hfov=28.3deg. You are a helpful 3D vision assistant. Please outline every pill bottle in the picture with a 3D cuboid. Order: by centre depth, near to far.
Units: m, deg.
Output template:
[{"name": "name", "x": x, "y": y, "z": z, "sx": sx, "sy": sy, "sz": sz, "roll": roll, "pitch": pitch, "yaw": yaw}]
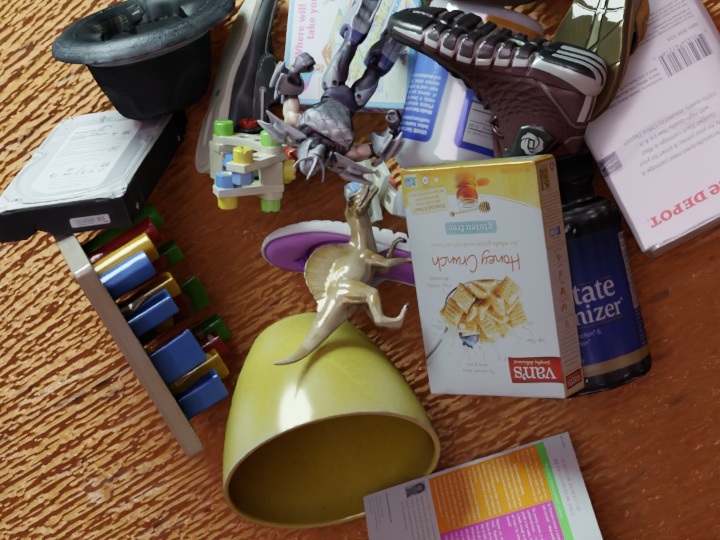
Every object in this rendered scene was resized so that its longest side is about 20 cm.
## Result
[{"name": "pill bottle", "x": 0.183, "y": 0.002, "z": 1.258, "sx": 0.111, "sy": 0.112, "sz": 0.203, "roll": -13, "pitch": 95, "yaw": 15}, {"name": "pill bottle", "x": 0.093, "y": -0.138, "z": 1.307, "sx": 0.111, "sy": 0.112, "sz": 0.203, "roll": 15, "pitch": 92, "yaw": 16}]

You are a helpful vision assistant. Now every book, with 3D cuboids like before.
[{"name": "book", "x": 0.105, "y": 0.226, "z": 1.256, "sx": 0.198, "sy": 0.134, "sz": 0.048, "roll": -16, "pitch": 122, "yaw": 4}]

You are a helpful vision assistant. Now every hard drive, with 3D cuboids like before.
[{"name": "hard drive", "x": -0.256, "y": -0.098, "z": 1.370, "sx": 0.138, "sy": 0.201, "sz": 0.038, "roll": -6, "pitch": 119, "yaw": 16}]

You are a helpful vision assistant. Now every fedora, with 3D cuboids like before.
[{"name": "fedora", "x": -0.198, "y": -0.202, "z": 1.370, "sx": 0.198, "sy": 0.201, "sz": 0.093, "roll": -7, "pitch": 115, "yaw": 16}]

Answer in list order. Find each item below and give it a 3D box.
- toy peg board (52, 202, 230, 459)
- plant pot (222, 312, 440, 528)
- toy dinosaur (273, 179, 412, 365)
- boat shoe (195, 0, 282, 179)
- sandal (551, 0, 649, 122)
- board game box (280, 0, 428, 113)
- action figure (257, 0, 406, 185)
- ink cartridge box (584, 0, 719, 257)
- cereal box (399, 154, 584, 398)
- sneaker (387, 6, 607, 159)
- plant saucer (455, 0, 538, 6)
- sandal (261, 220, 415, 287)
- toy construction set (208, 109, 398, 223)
[{"name": "toy peg board", "x": -0.185, "y": 0.038, "z": 1.317, "sx": 0.097, "sy": 0.199, "sz": 0.201, "roll": -33, "pitch": 110, "yaw": -9}, {"name": "plant pot", "x": -0.038, "y": 0.125, "z": 1.308, "sx": 0.198, "sy": 0.200, "sz": 0.143, "roll": -24, "pitch": 54, "yaw": 14}, {"name": "toy dinosaur", "x": -0.006, "y": 0.021, "z": 1.271, "sx": 0.100, "sy": 0.058, "sz": 0.202, "roll": 21, "pitch": 64, "yaw": 2}, {"name": "boat shoe", "x": -0.107, "y": -0.185, "z": 1.403, "sx": 0.067, "sy": 0.072, "sz": 0.203, "roll": 15, "pitch": 83, "yaw": -21}, {"name": "sandal", "x": 0.215, "y": -0.222, "z": 1.218, "sx": 0.080, "sy": 0.054, "sz": 0.203, "roll": 16, "pitch": 95, "yaw": 49}, {"name": "board game box", "x": -0.002, "y": -0.256, "z": 1.381, "sx": 0.133, "sy": 0.034, "sz": 0.203, "roll": 5, "pitch": 88, "yaw": 16}, {"name": "action figure", "x": -0.014, "y": -0.161, "z": 1.269, "sx": 0.130, "sy": 0.069, "sz": 0.202, "roll": 34, "pitch": 60, "yaw": -19}, {"name": "ink cartridge box", "x": 0.274, "y": -0.132, "z": 1.267, "sx": 0.144, "sy": 0.084, "sz": 0.202, "roll": -28, "pitch": 79, "yaw": 13}, {"name": "cereal box", "x": 0.111, "y": 0.007, "z": 1.218, "sx": 0.143, "sy": 0.039, "sz": 0.203, "roll": -2, "pitch": 100, "yaw": 40}, {"name": "sneaker", "x": 0.105, "y": -0.148, "z": 1.217, "sx": 0.198, "sy": 0.076, "sz": 0.117, "roll": 22, "pitch": 121, "yaw": 23}, {"name": "plant saucer", "x": 0.117, "y": -0.293, "z": 1.294, "sx": 0.198, "sy": 0.201, "sz": 0.032, "roll": 17, "pitch": 135, "yaw": 16}, {"name": "sandal", "x": -0.001, "y": -0.004, "z": 1.339, "sx": 0.200, "sy": 0.083, "sz": 0.050, "roll": 4, "pitch": 56, "yaw": 15}, {"name": "toy construction set", "x": -0.058, "y": -0.100, "z": 1.329, "sx": 0.131, "sy": 0.198, "sz": 0.093, "roll": 26, "pitch": 108, "yaw": 55}]
